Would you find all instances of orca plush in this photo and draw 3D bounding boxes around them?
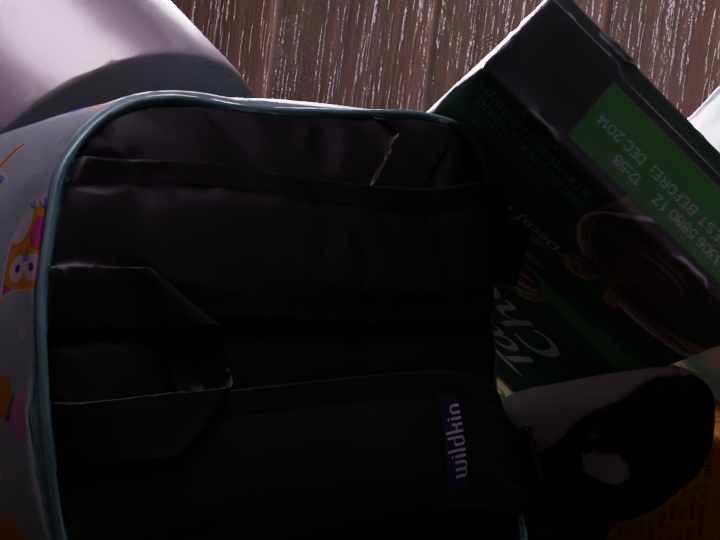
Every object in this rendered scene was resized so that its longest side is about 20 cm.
[{"bbox_3d":[0.058,0.086,0.680,0.105,0.071,0.200,10,-17,-43],"label":"orca plush"}]

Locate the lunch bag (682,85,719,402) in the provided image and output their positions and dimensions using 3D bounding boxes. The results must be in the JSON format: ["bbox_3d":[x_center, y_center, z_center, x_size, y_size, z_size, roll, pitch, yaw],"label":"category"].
[{"bbox_3d":[0.226,0.022,0.842,0.200,0.122,0.170,42,22,-22],"label":"lunch bag"}]

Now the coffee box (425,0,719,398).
[{"bbox_3d":[0.064,-0.012,0.652,0.123,0.044,0.200,45,-20,-4],"label":"coffee box"}]

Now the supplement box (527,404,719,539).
[{"bbox_3d":[0.084,0.077,0.785,0.200,0.069,0.066,10,8,35],"label":"supplement box"}]

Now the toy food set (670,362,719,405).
[{"bbox_3d":[0.160,0.078,0.943,0.143,0.061,0.200,17,4,-27],"label":"toy food set"}]

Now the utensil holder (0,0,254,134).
[{"bbox_3d":[-0.157,-0.073,0.669,0.200,0.170,0.170,43,25,27],"label":"utensil holder"}]

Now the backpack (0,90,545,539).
[{"bbox_3d":[-0.054,0.035,0.540,0.153,0.176,0.200,-4,-3,33],"label":"backpack"}]
